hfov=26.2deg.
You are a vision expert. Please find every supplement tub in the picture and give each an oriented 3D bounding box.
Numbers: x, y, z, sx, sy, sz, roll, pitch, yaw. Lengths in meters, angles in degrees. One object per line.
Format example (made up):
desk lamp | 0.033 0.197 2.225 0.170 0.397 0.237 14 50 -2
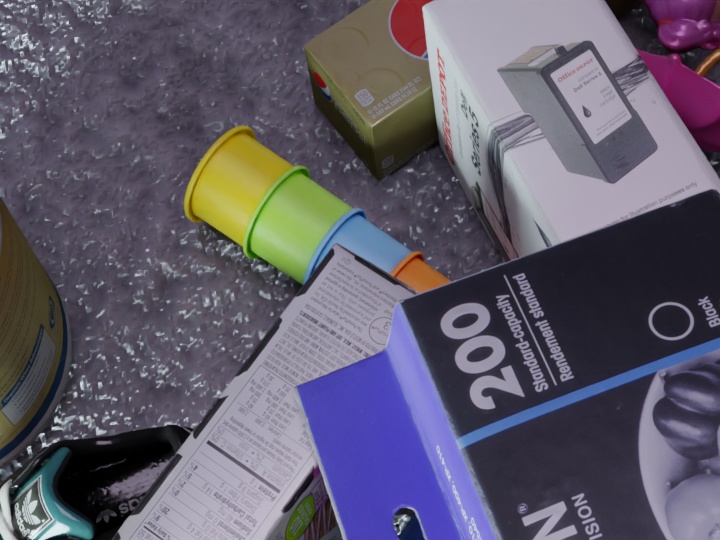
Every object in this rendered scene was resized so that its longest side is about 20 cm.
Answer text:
supplement tub | -0.229 0.011 0.743 0.143 0.200 0.146 -2 65 4

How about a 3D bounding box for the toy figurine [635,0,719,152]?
toy figurine | 0.213 -0.147 0.817 0.183 0.150 0.202 -22 74 4

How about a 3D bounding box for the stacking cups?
stacking cups | 0.000 0.000 0.806 0.199 0.061 0.061 34 72 19

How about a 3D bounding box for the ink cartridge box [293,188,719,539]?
ink cartridge box | 0.089 0.082 0.599 0.198 0.044 0.199 -21 57 -2

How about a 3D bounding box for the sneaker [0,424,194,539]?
sneaker | -0.162 0.125 0.751 0.199 0.080 0.072 -26 66 -7

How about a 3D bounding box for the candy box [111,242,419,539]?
candy box | -0.039 0.105 0.720 0.061 0.137 0.201 31 72 19

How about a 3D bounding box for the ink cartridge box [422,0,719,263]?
ink cartridge box | 0.111 -0.036 0.766 0.083 0.146 0.201 -25 65 -5

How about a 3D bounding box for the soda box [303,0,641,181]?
soda box | 0.069 -0.140 0.863 0.199 0.064 0.068 -35 67 -10

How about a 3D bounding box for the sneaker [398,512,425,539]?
sneaker | 0.049 0.157 0.725 0.078 0.070 0.201 29 71 22
